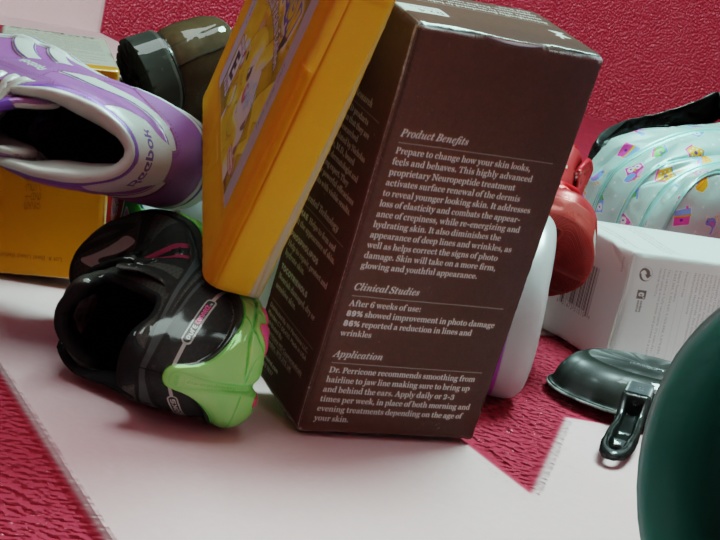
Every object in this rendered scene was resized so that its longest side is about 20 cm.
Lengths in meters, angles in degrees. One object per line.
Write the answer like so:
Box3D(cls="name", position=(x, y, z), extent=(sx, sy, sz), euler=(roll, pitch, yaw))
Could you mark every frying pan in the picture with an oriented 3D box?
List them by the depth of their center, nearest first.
Box3D(cls="frying pan", position=(0.141, 0.068, 0.922), extent=(0.115, 0.031, 0.190), euler=(18, 9, 36))

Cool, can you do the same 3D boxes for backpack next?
Box3D(cls="backpack", position=(0.269, -0.054, 1.369), extent=(0.199, 0.168, 0.126), euler=(-3, 22, -35))

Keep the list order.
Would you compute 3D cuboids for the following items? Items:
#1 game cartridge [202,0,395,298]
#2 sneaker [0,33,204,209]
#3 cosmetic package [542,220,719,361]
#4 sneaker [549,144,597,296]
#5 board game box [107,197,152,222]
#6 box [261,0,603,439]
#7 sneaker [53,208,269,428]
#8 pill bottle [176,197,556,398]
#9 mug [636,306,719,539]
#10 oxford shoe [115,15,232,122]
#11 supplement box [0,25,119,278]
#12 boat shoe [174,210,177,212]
Box3D(cls="game cartridge", position=(-0.027, -0.116, 0.766), extent=(0.032, 0.201, 0.177), euler=(16, 31, -16))
Box3D(cls="sneaker", position=(-0.180, -0.085, 0.852), extent=(0.200, 0.073, 0.114), euler=(15, 6, 23))
Box3D(cls="cosmetic package", position=(0.231, 0.023, 1.111), extent=(0.199, 0.082, 0.113), euler=(9, 11, -21))
Box3D(cls="sneaker", position=(0.108, -0.044, 1.031), extent=(0.078, 0.116, 0.200), euler=(24, -17, -7))
Box3D(cls="board game box", position=(-0.092, -0.031, 1.142), extent=(0.152, 0.041, 0.200), euler=(9, 11, -16))
Box3D(cls="box", position=(0.026, -0.025, 0.781), extent=(0.100, 0.201, 0.075), euler=(6, 24, -29))
Box3D(cls="sneaker", position=(-0.108, 0.013, 0.798), extent=(0.083, 0.077, 0.200), euler=(11, 9, -26))
Box3D(cls="pill bottle", position=(0.000, 0.000, 0.906), extent=(0.199, 0.105, 0.104), euler=(12, 10, 3))
Box3D(cls="mug", position=(0.190, 0.093, 0.559), extent=(0.114, 0.186, 0.152), euler=(3, -20, -42))
Box3D(cls="oxford shoe", position=(-0.117, -0.112, 1.097), extent=(0.084, 0.073, 0.200), euler=(-26, -1, -18))
Box3D(cls="supplement box", position=(-0.192, -0.077, 1.033), extent=(0.073, 0.127, 0.200), euler=(4, 13, -12))
Box3D(cls="boat shoe", position=(-0.025, -0.008, 1.013), extent=(0.198, 0.068, 0.074), euler=(9, 11, -18))
